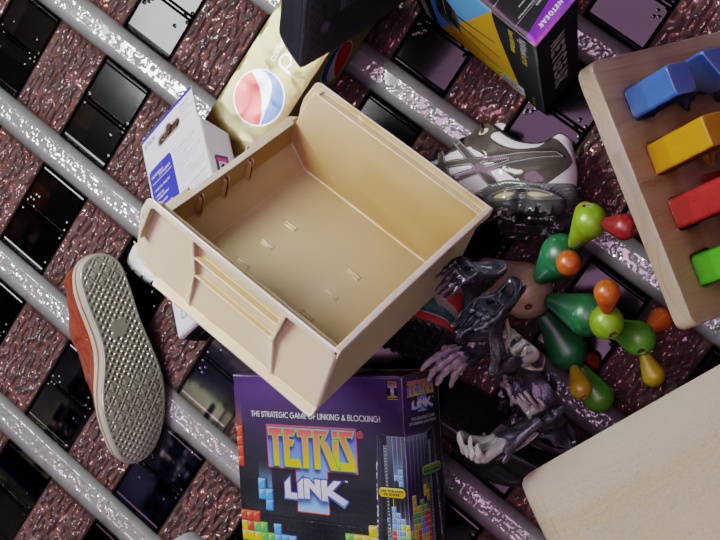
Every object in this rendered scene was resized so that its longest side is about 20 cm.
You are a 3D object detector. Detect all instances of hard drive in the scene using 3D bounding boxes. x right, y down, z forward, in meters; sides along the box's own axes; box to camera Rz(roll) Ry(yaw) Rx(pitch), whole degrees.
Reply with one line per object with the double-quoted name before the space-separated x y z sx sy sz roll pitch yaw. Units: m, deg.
"hard drive" 0.011 -0.261 0.895 0.042 0.200 0.136 36 146 20

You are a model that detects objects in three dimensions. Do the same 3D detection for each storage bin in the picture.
"storage bin" -0.039 -0.027 0.879 0.198 0.200 0.094 38 141 15

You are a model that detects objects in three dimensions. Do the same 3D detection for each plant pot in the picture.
"plant pot" 0.260 0.225 0.819 0.198 0.178 0.201 -32 115 16

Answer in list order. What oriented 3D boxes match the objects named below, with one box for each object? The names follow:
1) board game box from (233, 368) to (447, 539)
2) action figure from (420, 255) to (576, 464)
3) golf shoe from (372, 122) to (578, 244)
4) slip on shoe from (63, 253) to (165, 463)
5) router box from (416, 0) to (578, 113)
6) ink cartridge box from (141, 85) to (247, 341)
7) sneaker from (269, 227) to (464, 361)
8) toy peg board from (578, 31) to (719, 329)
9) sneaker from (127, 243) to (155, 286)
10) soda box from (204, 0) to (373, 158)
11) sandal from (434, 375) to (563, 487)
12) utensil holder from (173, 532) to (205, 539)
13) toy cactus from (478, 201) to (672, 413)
"board game box" -0.021 0.170 0.978 0.198 0.056 0.168 -4 91 40
"action figure" 0.104 0.086 0.888 0.101 0.119 0.202 -27 128 -6
"golf shoe" 0.092 -0.080 0.971 0.197 0.078 0.096 6 70 21
"slip on shoe" -0.238 0.085 1.083 0.061 0.073 0.203 -11 95 52
"router box" 0.101 -0.209 0.887 0.149 0.200 0.051 42 94 12
"ink cartridge box" -0.141 -0.050 0.983 0.094 0.037 0.203 -37 60 40
"sneaker" 0.001 0.000 0.981 0.197 0.094 0.071 23 142 2
"toy peg board" 0.291 -0.088 0.823 0.098 0.198 0.202 -28 81 57
"sneaker" -0.119 -0.004 1.043 0.197 0.075 0.089 10 82 11
"soda box" -0.062 -0.181 1.013 0.067 0.064 0.201 37 101 12
"sandal" 0.125 0.159 0.961 0.199 0.075 0.048 32 118 15
"utensil holder" -0.124 0.357 0.997 0.199 0.170 0.171 37 102 16
"toy cactus" 0.168 0.019 0.910 0.164 0.202 0.102 21 56 36
